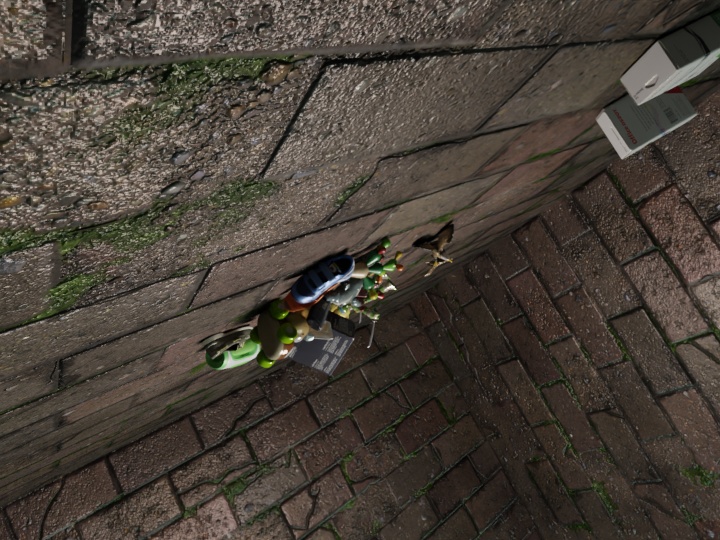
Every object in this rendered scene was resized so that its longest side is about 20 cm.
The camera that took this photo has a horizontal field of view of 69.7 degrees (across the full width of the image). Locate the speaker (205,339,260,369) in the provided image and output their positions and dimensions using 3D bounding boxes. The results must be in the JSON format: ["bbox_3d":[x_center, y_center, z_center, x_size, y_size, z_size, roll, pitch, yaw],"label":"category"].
[{"bbox_3d":[-0.407,0.262,1.665,0.088,0.089,0.200,-33,170,19],"label":"speaker"}]

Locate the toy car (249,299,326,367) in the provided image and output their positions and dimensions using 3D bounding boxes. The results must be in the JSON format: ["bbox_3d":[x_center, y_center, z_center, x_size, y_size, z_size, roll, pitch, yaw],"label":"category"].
[{"bbox_3d":[-0.202,0.189,1.554,0.199,0.158,0.164,5,139,-41],"label":"toy car"}]

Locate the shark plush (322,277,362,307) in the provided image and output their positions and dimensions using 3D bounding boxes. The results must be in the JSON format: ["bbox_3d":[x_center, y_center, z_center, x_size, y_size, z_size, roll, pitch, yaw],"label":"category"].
[{"bbox_3d":[-0.058,0.055,1.518,0.199,0.091,0.084,-3,132,-52],"label":"shark plush"}]

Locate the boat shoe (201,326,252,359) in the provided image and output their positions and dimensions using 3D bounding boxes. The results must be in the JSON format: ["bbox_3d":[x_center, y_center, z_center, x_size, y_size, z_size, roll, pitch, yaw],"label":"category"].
[{"bbox_3d":[-0.390,0.216,1.556,0.072,0.061,0.201,-34,169,27],"label":"boat shoe"}]

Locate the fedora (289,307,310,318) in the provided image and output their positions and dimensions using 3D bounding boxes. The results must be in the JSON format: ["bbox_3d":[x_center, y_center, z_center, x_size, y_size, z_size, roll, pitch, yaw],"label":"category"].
[{"bbox_3d":[-0.158,0.116,1.648,0.200,0.082,0.201,-29,170,-6],"label":"fedora"}]

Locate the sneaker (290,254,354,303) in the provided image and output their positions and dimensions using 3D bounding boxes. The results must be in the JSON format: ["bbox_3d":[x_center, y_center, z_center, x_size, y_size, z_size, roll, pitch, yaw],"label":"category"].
[{"bbox_3d":[-0.097,0.014,1.362,0.200,0.074,0.082,-33,171,-28],"label":"sneaker"}]

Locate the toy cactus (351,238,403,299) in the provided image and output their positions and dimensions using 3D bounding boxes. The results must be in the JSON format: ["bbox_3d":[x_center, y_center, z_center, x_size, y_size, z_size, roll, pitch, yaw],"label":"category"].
[{"bbox_3d":[0.035,0.005,1.511,0.164,0.102,0.201,-4,130,-30],"label":"toy cactus"}]

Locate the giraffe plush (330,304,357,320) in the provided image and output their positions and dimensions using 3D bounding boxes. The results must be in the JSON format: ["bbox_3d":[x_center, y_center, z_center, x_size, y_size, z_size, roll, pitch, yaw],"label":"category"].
[{"bbox_3d":[-0.114,0.182,2.022,0.201,0.172,0.162,-62,-167,-18],"label":"giraffe plush"}]

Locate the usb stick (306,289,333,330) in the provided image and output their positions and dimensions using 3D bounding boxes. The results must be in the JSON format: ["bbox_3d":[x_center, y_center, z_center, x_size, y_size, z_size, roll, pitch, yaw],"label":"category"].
[{"bbox_3d":[-0.113,0.102,1.494,0.033,0.055,0.200,-39,-163,25],"label":"usb stick"}]

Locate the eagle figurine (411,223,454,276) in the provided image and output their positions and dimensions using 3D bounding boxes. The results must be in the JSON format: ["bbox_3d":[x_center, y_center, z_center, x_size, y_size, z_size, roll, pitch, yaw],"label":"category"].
[{"bbox_3d":[0.281,-0.083,1.888,0.152,0.150,0.200,-67,151,-26],"label":"eagle figurine"}]

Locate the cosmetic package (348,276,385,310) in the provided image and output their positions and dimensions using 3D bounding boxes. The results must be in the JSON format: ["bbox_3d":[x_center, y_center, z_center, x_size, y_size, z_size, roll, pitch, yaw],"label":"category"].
[{"bbox_3d":[0.007,0.065,1.877,0.107,0.085,0.200,-23,170,-19],"label":"cosmetic package"}]

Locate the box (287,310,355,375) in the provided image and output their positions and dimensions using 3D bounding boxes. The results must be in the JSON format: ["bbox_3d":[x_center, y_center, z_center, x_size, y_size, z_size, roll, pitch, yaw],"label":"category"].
[{"bbox_3d":[-0.143,0.248,1.861,0.201,0.181,0.104,-58,-165,27],"label":"box"}]

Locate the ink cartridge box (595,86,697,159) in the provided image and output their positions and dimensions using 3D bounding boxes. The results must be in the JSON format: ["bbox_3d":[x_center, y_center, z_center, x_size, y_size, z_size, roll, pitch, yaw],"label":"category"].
[{"bbox_3d":[0.792,-0.430,1.444,0.199,0.146,0.083,-30,173,5],"label":"ink cartridge box"}]

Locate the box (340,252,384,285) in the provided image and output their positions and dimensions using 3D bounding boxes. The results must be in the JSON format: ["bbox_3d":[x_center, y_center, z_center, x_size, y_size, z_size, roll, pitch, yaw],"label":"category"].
[{"bbox_3d":[0.000,0.000,1.654,0.136,0.038,0.200,-28,170,-10],"label":"box"}]

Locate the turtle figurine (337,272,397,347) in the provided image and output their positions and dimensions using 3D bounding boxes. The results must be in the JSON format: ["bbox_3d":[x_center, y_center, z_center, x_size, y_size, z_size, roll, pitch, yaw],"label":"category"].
[{"bbox_3d":[0.034,0.102,1.687,0.194,0.200,0.144,-39,-176,7],"label":"turtle figurine"}]

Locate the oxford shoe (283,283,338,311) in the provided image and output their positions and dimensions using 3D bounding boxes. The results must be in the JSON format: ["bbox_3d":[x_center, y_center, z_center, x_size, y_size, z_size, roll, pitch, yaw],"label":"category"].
[{"bbox_3d":[-0.128,0.056,1.478,0.199,0.072,0.073,-30,175,1],"label":"oxford shoe"}]

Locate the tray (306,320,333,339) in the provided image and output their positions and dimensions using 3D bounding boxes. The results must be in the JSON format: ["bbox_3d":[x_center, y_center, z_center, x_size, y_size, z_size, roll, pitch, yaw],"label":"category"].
[{"bbox_3d":[-0.189,0.181,1.680,0.199,0.022,0.108,6,-156,-13],"label":"tray"}]

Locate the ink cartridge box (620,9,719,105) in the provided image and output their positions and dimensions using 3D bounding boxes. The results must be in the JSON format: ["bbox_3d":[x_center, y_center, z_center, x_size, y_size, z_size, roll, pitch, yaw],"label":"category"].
[{"bbox_3d":[0.720,-0.479,1.168,0.199,0.083,0.147,-28,171,-13],"label":"ink cartridge box"}]
